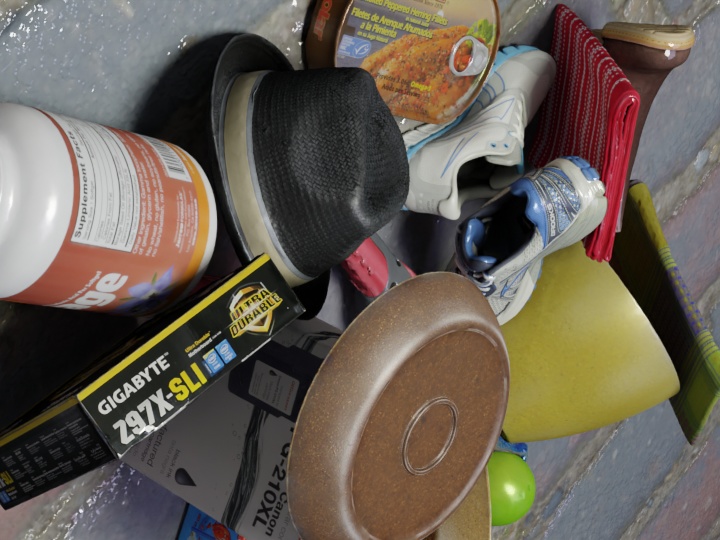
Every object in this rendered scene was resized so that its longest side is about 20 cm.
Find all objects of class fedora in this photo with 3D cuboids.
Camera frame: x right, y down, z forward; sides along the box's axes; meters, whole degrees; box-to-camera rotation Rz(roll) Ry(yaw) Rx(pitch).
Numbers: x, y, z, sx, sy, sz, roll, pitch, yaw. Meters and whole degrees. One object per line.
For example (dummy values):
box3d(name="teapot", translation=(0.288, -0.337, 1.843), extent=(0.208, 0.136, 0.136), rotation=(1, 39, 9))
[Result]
box3d(name="fedora", translation=(-0.025, -0.071, 1.213), extent=(0.200, 0.091, 0.202), rotation=(-15, 90, -71))

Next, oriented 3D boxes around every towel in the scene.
box3d(name="towel", translation=(0.257, 0.032, 1.561), extent=(0.023, 0.201, 0.144), rotation=(-17, 156, -10))
box3d(name="towel", translation=(0.174, -0.112, 1.476), extent=(0.022, 0.200, 0.146), rotation=(2, 117, -12))

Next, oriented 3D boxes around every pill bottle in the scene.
box3d(name="pill bottle", translation=(-0.185, -0.036, 1.086), extent=(0.199, 0.112, 0.113), rotation=(11, 103, -54))

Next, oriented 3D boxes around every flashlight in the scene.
box3d(name="flashlight", translation=(0.000, 0.000, 1.400), extent=(0.068, 0.068, 0.200), rotation=(-48, 145, -5))

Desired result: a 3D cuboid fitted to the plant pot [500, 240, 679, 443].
box3d(name="plant pot", translation=(0.150, 0.062, 1.558), extent=(0.142, 0.200, 0.200), rotation=(-35, 141, -4))

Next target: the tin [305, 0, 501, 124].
box3d(name="tin", translation=(0.033, -0.171, 1.358), extent=(0.199, 0.042, 0.113), rotation=(6, 110, -55))

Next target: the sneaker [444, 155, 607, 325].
box3d(name="sneaker", translation=(0.100, -0.017, 1.432), extent=(0.085, 0.077, 0.200), rotation=(-14, 152, -40))

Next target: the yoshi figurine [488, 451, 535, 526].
box3d(name="yoshi figurine", translation=(0.089, 0.198, 1.559), extent=(0.200, 0.111, 0.113), rotation=(107, -10, -56))

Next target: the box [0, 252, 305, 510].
box3d(name="box", translation=(-0.142, 0.071, 1.156), extent=(0.159, 0.200, 0.049), rotation=(-37, 95, -32))

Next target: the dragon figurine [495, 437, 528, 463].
box3d(name="dragon figurine", translation=(0.144, 0.114, 1.672), extent=(0.200, 0.059, 0.100), rotation=(-43, 142, -25))

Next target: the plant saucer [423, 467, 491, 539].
box3d(name="plant saucer", translation=(0.052, 0.205, 1.432), extent=(0.035, 0.200, 0.201), rotation=(5, 112, -15))

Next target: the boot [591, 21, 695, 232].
box3d(name="boot", translation=(0.216, -0.114, 1.503), extent=(0.072, 0.200, 0.168), rotation=(1, 93, -12))

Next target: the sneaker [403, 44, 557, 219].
box3d(name="sneaker", translation=(0.105, -0.101, 1.457), extent=(0.200, 0.086, 0.075), rotation=(-45, 140, -28))

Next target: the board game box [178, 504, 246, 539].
box3d(name="board game box", translation=(-0.049, 0.180, 1.459), extent=(0.199, 0.056, 0.197), rotation=(2, 111, -54))

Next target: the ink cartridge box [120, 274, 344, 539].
box3d(name="ink cartridge box", translation=(-0.052, 0.108, 1.279), extent=(0.084, 0.199, 0.146), rotation=(14, 100, -55))

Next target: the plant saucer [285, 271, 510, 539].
box3d(name="plant saucer", translation=(0.034, 0.100, 1.187), extent=(0.200, 0.034, 0.201), rotation=(-27, 130, -38))
